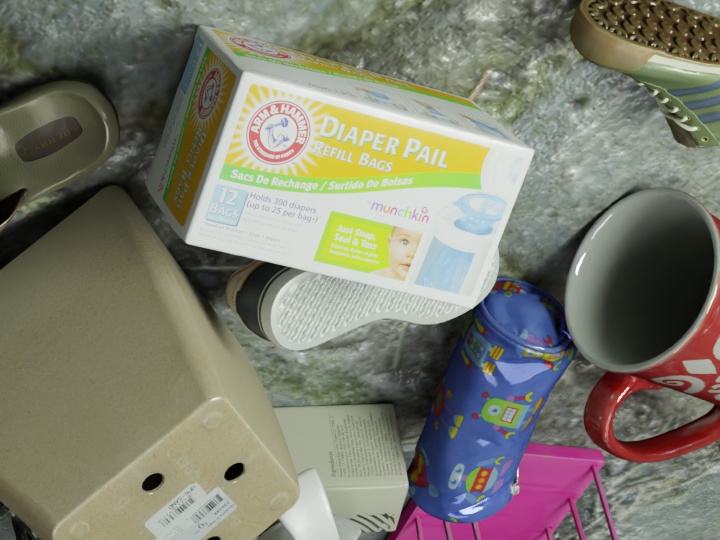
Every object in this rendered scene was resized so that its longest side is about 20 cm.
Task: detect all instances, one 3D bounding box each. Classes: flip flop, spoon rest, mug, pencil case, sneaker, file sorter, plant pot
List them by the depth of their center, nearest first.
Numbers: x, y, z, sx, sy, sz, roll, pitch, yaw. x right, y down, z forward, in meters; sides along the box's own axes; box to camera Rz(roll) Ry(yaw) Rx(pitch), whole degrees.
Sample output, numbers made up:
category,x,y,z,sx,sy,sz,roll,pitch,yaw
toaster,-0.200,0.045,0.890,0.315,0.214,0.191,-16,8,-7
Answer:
category,x,y,z,sx,sy,sz,roll,pitch,yaw
flip flop,-0.237,-0.049,1.104,0.200,0.058,0.081,-26,114,14
sneaker,0.214,-0.115,1.142,0.199,0.067,0.090,4,132,-22
plant pot,-0.156,0.105,1.176,0.200,0.177,0.200,-39,137,-6
sneaker,0.000,0.000,1.227,0.199,0.079,0.079,-11,109,-35
spoon rest,-0.041,0.200,1.291,0.099,0.061,0.200,-27,163,-12
mug,0.247,0.048,1.296,0.200,0.134,0.178,22,126,-38
pencil case,0.098,0.102,1.334,0.087,0.078,0.200,15,126,-4
file sorter,0.112,0.251,1.495,0.138,0.126,0.200,8,136,-20

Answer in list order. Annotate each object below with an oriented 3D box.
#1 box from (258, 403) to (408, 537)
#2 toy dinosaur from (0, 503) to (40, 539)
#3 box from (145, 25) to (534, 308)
category,x,y,z,sx,sy,sz,roll,pitch,yaw
box,-0.068,0.155,1.379,0.199,0.082,0.069,0,140,-10
toy dinosaur,-0.251,0.230,1.373,0.102,0.136,0.200,-30,-179,-1
box,-0.015,-0.063,1.097,0.199,0.101,0.113,12,108,-25
